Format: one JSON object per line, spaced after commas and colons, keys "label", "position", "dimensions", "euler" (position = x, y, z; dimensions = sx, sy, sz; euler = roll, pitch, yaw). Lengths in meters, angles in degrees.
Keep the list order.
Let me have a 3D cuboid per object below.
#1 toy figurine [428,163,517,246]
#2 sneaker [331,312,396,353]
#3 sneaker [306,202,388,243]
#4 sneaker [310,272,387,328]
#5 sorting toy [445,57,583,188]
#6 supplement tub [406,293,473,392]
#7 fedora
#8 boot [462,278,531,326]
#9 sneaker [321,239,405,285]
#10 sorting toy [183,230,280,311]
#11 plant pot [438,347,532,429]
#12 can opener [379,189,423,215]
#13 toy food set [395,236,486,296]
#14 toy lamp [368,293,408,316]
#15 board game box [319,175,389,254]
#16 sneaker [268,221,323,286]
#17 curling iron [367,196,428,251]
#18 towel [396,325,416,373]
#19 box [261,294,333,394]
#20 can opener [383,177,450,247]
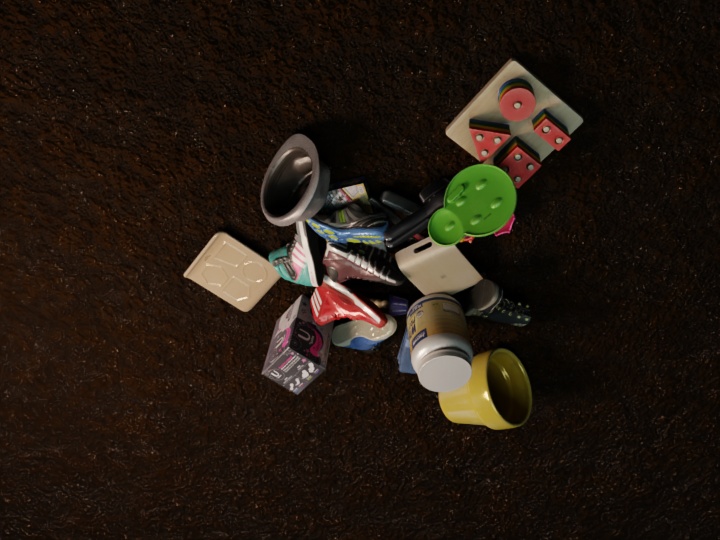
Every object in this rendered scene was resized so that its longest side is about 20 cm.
{"label": "toy figurine", "position": [0.255, -0.109, 1.397], "dimensions": [0.200, 0.150, 0.184], "euler": [-41, 156, 12]}
{"label": "sneaker", "position": [0.033, 0.159, 1.663], "dimensions": [0.199, 0.077, 0.111], "euler": [-21, 154, 36]}
{"label": "sneaker", "position": [-0.029, -0.109, 1.456], "dimensions": [0.198, 0.083, 0.071], "euler": [7, 157, 21]}
{"label": "sneaker", "position": [-0.036, 0.105, 1.591], "dimensions": [0.200, 0.078, 0.116], "euler": [37, 98, 22]}
{"label": "sorting toy", "position": [0.309, -0.281, 1.320], "dimensions": [0.198, 0.070, 0.200], "euler": [33, 125, -17]}
{"label": "supplement tub", "position": [0.186, 0.169, 1.538], "dimensions": [0.143, 0.201, 0.145], "euler": [-1, 129, -2]}
{"label": "fedora", "position": [-0.128, -0.184, 1.418], "dimensions": [0.090, 0.177, 0.201], "euler": [16, 107, -46]}
{"label": "boot", "position": [0.340, 0.079, 1.554], "dimensions": [0.153, 0.074, 0.204], "euler": [13, 164, -7]}
{"label": "sneaker", "position": [0.000, 0.000, 1.540], "dimensions": [0.199, 0.076, 0.116], "euler": [29, 132, -2]}
{"label": "sorting toy", "position": [-0.315, 0.002, 1.644], "dimensions": [0.199, 0.037, 0.185], "euler": [31, 125, -22]}
{"label": "plant pot", "position": [0.316, 0.321, 1.719], "dimensions": [0.201, 0.201, 0.188], "euler": [42, 137, -23]}
{"label": "can opener", "position": [0.140, -0.139, 1.472], "dimensions": [0.199, 0.053, 0.067], "euler": [19, 93, -9]}
{"label": "toy food set", "position": [0.192, -0.009, 1.542], "dimensions": [0.143, 0.061, 0.200], "euler": [-25, 138, 23]}
{"label": "toy lamp", "position": [0.021, 0.083, 1.646], "dimensions": [0.198, 0.058, 0.059], "euler": [4, 128, 6]}
{"label": "board game box", "position": [-0.025, -0.112, 1.515], "dimensions": [0.135, 0.035, 0.201], "euler": [-10, 126, 15]}
{"label": "sneaker", "position": [-0.160, -0.055, 1.551], "dimensions": [0.120, 0.084, 0.201], "euler": [-1, 113, 17]}
{"label": "curling iron", "position": [0.086, -0.103, 1.494], "dimensions": [0.049, 0.026, 0.200], "euler": [-28, 130, 30]}
{"label": "towel", "position": [0.165, 0.187, 1.713], "dimensions": [0.111, 0.049, 0.201], "euler": [9, 127, -5]}
{"label": "box", "position": [-0.153, 0.182, 1.653], "dimensions": [0.114, 0.201, 0.132], "euler": [32, 124, -19]}
{"label": "can opener", "position": [0.134, -0.115, 1.421], "dimensions": [0.200, 0.079, 0.063], "euler": [-40, 139, -6]}
